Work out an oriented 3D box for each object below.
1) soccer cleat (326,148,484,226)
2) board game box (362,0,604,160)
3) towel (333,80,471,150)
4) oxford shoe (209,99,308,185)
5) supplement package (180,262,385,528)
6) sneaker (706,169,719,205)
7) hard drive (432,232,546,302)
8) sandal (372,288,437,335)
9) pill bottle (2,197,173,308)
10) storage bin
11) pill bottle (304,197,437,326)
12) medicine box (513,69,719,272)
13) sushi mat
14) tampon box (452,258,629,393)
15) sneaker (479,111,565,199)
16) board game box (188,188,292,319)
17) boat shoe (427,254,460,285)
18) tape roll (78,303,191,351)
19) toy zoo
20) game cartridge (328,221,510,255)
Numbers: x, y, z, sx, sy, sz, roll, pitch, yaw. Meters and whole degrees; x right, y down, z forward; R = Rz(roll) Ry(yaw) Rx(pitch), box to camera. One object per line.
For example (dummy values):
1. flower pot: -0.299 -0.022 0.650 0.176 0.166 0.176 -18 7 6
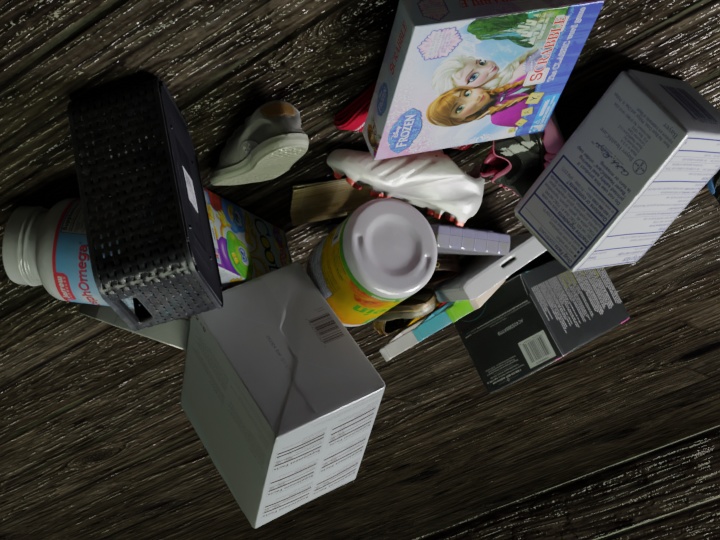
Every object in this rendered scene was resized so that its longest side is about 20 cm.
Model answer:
1. soccer cleat: 0.053 -0.112 1.469 0.198 0.079 0.069 17 -174 -28
2. board game box: 0.115 -0.196 1.271 0.197 0.042 0.201 -12 151 -18
3. towel: 0.085 -0.175 1.380 0.198 0.023 0.144 5 152 -40
4. oxford shoe: -0.106 -0.127 1.339 0.074 0.059 0.200 -11 174 -24
5. supplement package: -0.094 0.142 1.480 0.146 0.192 0.201 -21 149 -27
6. sneaker: 0.547 -0.121 1.711 0.197 0.084 0.071 -11 159 -10
7. hard drive: 0.168 -0.004 1.688 0.131 0.027 0.200 -34 -178 -8
8. sandal: 0.048 0.060 1.786 0.080 0.055 0.199 -28 -169 -23
9. pill bottle: -0.266 -0.018 1.363 0.197 0.110 0.109 5 162 14
10. storage bin: -0.201 -0.061 1.232 0.092 0.203 0.135 -14 158 3
11. pill bottle: 0.000 0.000 1.490 0.110 0.113 0.200 -4 166 -23
12. medicine box: 0.296 -0.106 1.436 0.181 0.103 0.201 -6 139 -56
13. sushi mat: 0.012 -0.092 1.545 0.197 0.012 0.096 -10 159 -9
14. tampon box: 0.256 0.067 1.854 0.149 0.127 0.199 -33 171 40
15. sneaker: 0.181 -0.120 1.491 0.094 0.080 0.200 -17 155 -1
16. board game box: -0.168 -0.009 1.512 0.104 0.104 0.200 -23 156 20
17. boat shoe: 0.038 0.006 1.724 0.198 0.071 0.070 -22 158 21
18. tape roll: -0.246 0.067 1.596 0.200 0.038 0.203 20 174 2
19. toy zoo: 0.105 0.063 1.780 0.199 0.021 0.131 -33 -177 33
20. game cartridge: 0.070 -0.039 1.582 0.128 0.039 0.199 0 -178 -41
